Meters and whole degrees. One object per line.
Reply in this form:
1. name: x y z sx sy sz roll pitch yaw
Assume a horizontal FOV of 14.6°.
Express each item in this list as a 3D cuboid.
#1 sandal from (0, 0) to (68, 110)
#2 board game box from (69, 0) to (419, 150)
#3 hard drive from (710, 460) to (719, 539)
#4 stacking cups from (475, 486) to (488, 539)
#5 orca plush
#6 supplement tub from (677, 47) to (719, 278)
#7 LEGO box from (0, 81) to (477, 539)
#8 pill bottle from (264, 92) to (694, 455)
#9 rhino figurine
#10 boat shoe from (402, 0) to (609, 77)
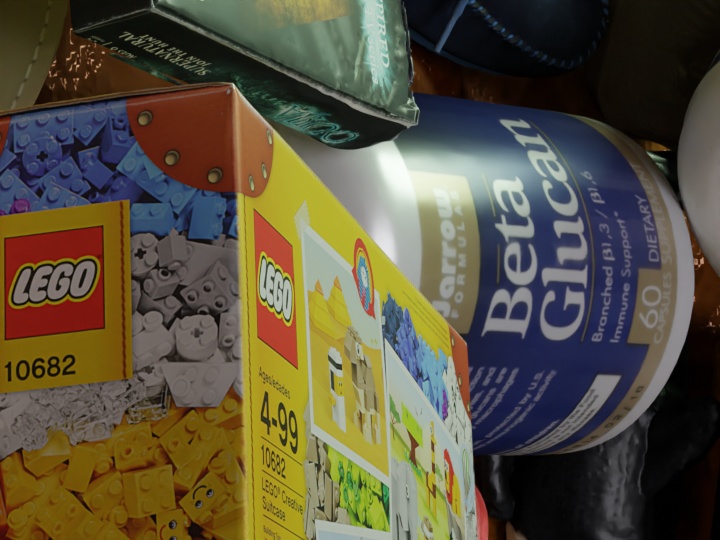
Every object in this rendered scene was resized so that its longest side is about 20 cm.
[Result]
1. sandal: -0.126 -0.043 0.750 0.077 0.070 0.212 -10 122 -26
2. board game box: -0.037 -0.142 0.745 0.135 0.028 0.201 21 59 -59
3. hard drive: 0.141 0.109 0.989 0.135 0.042 0.201 72 26 -79
4. stacking cups: -0.057 0.061 0.764 0.199 0.060 0.061 12 79 -36
5. orca plush: 0.107 0.050 0.986 0.105 0.071 0.201 40 60 -37
6. supplement tub: 0.199 -0.078 0.908 0.145 0.144 0.200 54 49 -30
7. LEGO box: -0.031 0.064 0.626 0.200 0.077 0.150 46 40 -68
8. pill bottle: 0.000 0.000 0.847 0.200 0.111 0.112 4 86 -46
9. rhino figurine: 0.129 -0.133 0.986 0.087 0.060 0.201 -5 117 -36
10. boat shoe: 0.024 -0.126 0.908 0.200 0.068 0.084 37 63 -39
